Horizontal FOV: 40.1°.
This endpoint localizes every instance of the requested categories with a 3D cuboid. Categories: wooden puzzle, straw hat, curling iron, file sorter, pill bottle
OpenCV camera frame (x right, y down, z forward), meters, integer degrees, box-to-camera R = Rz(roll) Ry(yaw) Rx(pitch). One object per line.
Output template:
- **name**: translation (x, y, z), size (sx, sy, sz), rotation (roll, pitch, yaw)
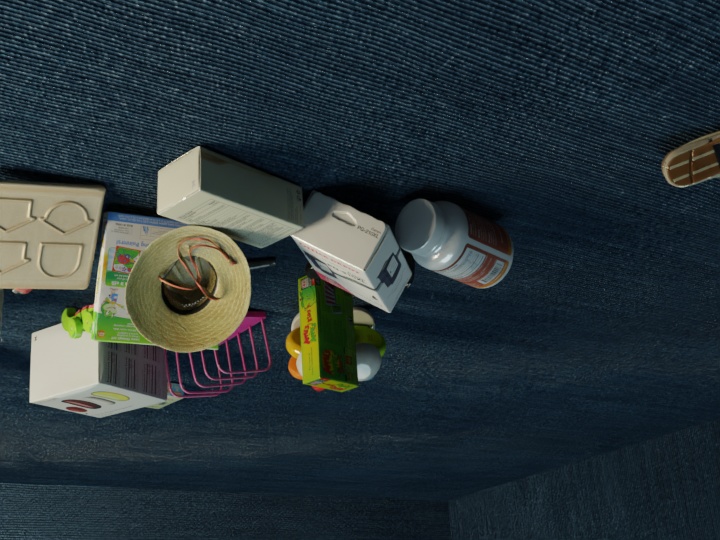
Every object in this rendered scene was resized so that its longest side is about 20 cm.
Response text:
- **wooden puzzle**: translation (-0.485, -0.056, 1.462), size (0.183, 0.046, 0.201), rotation (1, 128, -28)
- **straw hat**: translation (-0.260, 0.015, 1.497), size (0.198, 0.203, 0.085), rotation (-6, -157, -13)
- **curling iron**: translation (-0.246, 0.001, 1.726), size (0.197, 0.026, 0.050), rotation (-6, -176, -7)
- **file sorter**: translation (-0.290, 0.172, 1.984), size (0.138, 0.127, 0.199), rotation (3, 158, -40)
- **pill bottle**: translation (0.150, -0.047, 1.589), size (0.111, 0.114, 0.199), rotation (-22, 151, 37)

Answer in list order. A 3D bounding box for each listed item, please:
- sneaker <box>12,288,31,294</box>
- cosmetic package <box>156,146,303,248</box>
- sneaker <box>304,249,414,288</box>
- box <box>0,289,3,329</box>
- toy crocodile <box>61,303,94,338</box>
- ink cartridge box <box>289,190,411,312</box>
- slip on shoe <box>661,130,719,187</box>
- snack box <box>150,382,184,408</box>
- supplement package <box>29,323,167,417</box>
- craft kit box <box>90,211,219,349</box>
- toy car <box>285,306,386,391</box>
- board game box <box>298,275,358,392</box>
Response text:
- **sneaker**: translation (-0.538, -0.043, 1.526), size (0.097, 0.071, 0.201), rotation (-24, 145, 2)
- **cosmetic package**: translation (-0.188, -0.103, 1.440), size (0.105, 0.072, 0.199), rotation (-21, 152, 37)
- **sneaker**: translation (0.000, 0.000, 1.701), size (0.197, 0.092, 0.076), rotation (-8, 159, 11)
- **box**: translation (-0.732, 0.064, 1.698), size (0.197, 0.103, 0.113), rotation (-3, 157, -4)
- **toy crocodile**: translation (-0.488, 0.086, 1.814), size (0.067, 0.063, 0.199), rotation (-6, 173, -39)
- **ink cartridge box**: translation (-0.012, -0.027, 1.562), size (0.144, 0.085, 0.200), rotation (26, 167, 21)
- **slip on shoe**: translation (0.538, -0.173, 1.436), size (0.198, 0.077, 0.061), rotation (-19, -165, 13)
- **snack box**: translation (-0.535, 0.290, 2.361), size (0.199, 0.038, 0.116), rotation (17, 150, -41)
- **supplement package**: translation (-0.527, 0.196, 1.994), size (0.189, 0.149, 0.200), rotation (-17, 156, 26)
- **craft kit box**: translation (-0.311, 0.018, 1.546), size (0.198, 0.200, 0.048), rotation (7, 175, -25)
- **toy car**: translation (-0.049, 0.172, 1.952), size (0.197, 0.176, 0.151), rotation (-2, 124, -8)
- **board game box**: translation (-0.060, 0.114, 1.815), size (0.047, 0.202, 0.101), rotation (-23, 151, 39)
